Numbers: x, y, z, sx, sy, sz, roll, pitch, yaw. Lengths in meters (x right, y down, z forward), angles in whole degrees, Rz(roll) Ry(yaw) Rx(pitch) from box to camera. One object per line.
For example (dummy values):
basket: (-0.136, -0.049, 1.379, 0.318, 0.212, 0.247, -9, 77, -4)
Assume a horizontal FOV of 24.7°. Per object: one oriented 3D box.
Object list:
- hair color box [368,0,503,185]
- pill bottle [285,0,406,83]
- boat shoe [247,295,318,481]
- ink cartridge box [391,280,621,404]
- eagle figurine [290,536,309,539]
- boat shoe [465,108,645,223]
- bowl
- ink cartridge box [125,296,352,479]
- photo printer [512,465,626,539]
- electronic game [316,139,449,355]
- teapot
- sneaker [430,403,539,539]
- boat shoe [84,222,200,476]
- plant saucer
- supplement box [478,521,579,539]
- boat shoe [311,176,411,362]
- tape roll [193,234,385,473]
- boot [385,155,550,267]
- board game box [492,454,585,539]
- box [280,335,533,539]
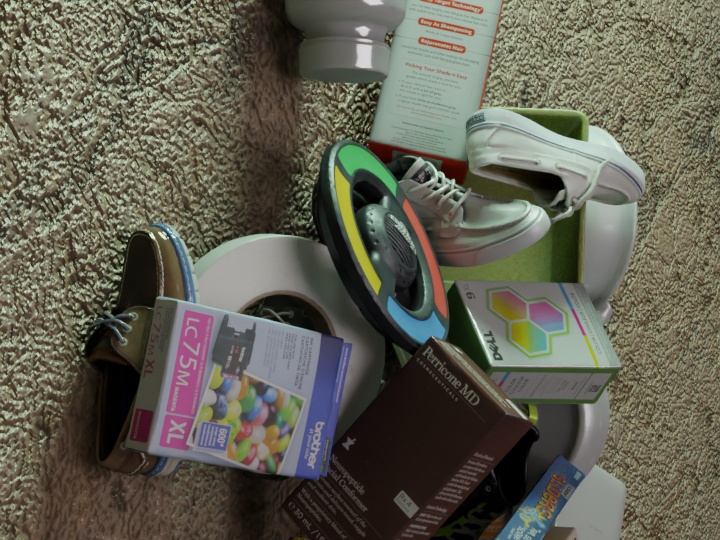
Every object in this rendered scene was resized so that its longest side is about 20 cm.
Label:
hair color box: (0.075, -0.194, 1.603, 0.061, 0.101, 0.201, 94, 9, -72)
pill bottle: (-0.012, -0.275, 1.488, 0.112, 0.111, 0.202, 4, 86, -53)
boat shoe: (-0.069, 0.084, 1.439, 0.057, 0.066, 0.202, 5, 88, -58)
ink cartridge box: (0.132, 0.066, 1.525, 0.199, 0.059, 0.104, 2, 47, -27)
eagle figurine: (0.008, 0.270, 1.491, 0.151, 0.151, 0.200, 53, 51, -11)
boat shoe: (0.185, -0.080, 1.549, 0.201, 0.074, 0.087, 20, 62, -30)
bowl: (0.197, -0.056, 1.731, 0.090, 0.201, 0.203, 3, 86, -27)
ink cartridge box: (-0.084, 0.098, 1.307, 0.199, 0.042, 0.120, 15, 83, -40)
photo printer: (0.225, 0.311, 1.828, 0.166, 0.069, 0.201, 35, 61, -48)
electronic game: (0.022, -0.020, 1.420, 0.200, 0.041, 0.201, 50, 25, -34)
teapot: (0.170, 0.146, 1.677, 0.146, 0.199, 0.199, 0, 77, -66)
sneaker: (0.110, 0.209, 1.553, 0.071, 0.083, 0.201, 11, 107, -33)
boat shoe: (-0.174, 0.061, 1.293, 0.072, 0.072, 0.202, 5, 80, -45)
plant saucer: (0.123, -0.061, 1.640, 0.048, 0.198, 0.202, 103, -10, -85)
supplement box: (0.130, 0.338, 1.651, 0.200, 0.125, 0.074, -41, 120, -47)
boat shoe: (0.000, 0.000, 1.535, 0.061, 0.073, 0.201, -62, 143, -40)
tape roll: (-0.073, 0.070, 1.387, 0.201, 0.037, 0.204, -2, 94, -27)
boot: (0.073, -0.059, 1.525, 0.074, 0.199, 0.096, -53, 126, -45)
board game box: (0.131, 0.264, 1.517, 0.136, 0.034, 0.200, -58, 170, 29)
box: (0.039, 0.165, 1.386, 0.200, 0.100, 0.075, -49, 153, 6)
